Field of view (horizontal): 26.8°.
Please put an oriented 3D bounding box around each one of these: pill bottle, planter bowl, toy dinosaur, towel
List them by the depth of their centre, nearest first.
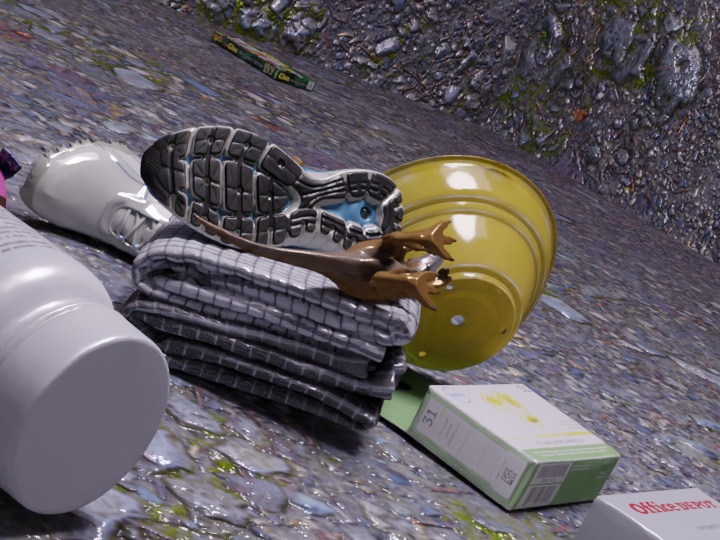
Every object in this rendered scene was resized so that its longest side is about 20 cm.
[{"bbox_3d":[-0.193,0.026,0.743,0.199,0.114,0.113,32,14,31],"label":"pill bottle"},{"bbox_3d":[0.000,0.000,0.972,0.106,0.061,0.199,-9,-14,40],"label":"toy dinosaur"},{"bbox_3d":[-0.059,0.031,1.054,0.198,0.086,0.166,18,10,-1],"label":"towel"},{"bbox_3d":[0.068,0.017,1.176,0.199,0.201,0.084,19,31,-26],"label":"planter bowl"}]

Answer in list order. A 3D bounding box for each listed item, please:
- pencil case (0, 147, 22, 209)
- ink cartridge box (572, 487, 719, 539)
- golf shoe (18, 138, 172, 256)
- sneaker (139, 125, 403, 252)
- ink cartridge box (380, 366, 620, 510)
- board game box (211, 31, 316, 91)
[{"bbox_3d":[-0.308,-0.050,0.914,0.199,0.091,0.094,7,35,-51],"label":"pencil case"},{"bbox_3d":[0.225,0.212,0.873,0.199,0.085,0.144,32,14,34],"label":"ink cartridge box"},{"bbox_3d":[-0.170,-0.043,1.196,0.199,0.079,0.097,13,23,-42],"label":"golf shoe"},{"bbox_3d":[-0.070,-0.045,1.064,0.199,0.079,0.090,15,-10,-34],"label":"sneaker"},{"bbox_3d":[0.079,0.105,1.134,0.200,0.048,0.145,36,16,31],"label":"ink cartridge box"},{"bbox_3d":[-0.180,-0.387,2.792,0.200,0.024,0.104,35,13,38],"label":"board game box"}]
